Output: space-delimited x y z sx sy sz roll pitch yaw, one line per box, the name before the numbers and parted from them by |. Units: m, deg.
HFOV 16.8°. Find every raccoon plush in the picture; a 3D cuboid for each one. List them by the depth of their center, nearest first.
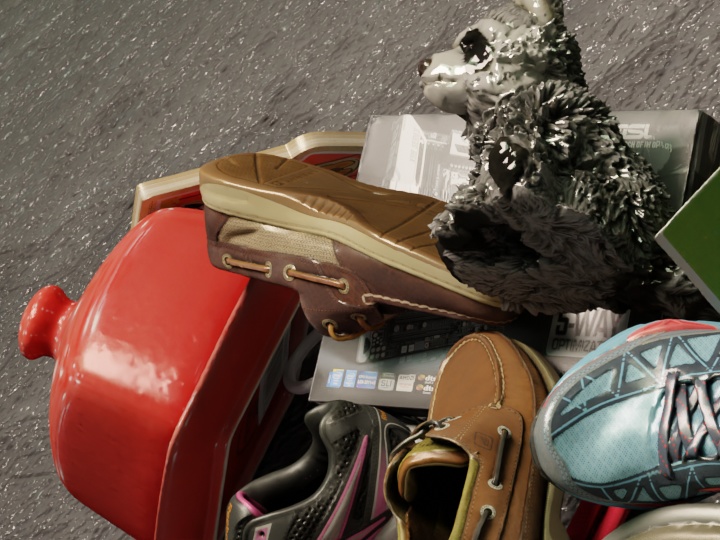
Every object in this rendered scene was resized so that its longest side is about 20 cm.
raccoon plush | 0.116 -0.044 1.130 0.097 0.200 0.134 -40 27 52

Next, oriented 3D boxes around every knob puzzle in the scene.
knob puzzle | -0.038 -0.025 1.445 0.219 0.219 0.031 -31 68 25

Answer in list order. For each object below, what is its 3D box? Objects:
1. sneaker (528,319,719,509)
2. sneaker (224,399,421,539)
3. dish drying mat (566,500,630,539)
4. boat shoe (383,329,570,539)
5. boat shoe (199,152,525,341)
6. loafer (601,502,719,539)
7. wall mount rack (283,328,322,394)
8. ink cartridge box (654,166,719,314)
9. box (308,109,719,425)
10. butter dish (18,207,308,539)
sneaker | 0.165 0.052 0.994 0.199 0.080 0.096 -10 -4 7
sneaker | -0.041 0.147 1.219 0.200 0.086 0.080 -58 24 0
dish drying mat | 0.078 0.166 1.089 0.200 0.018 0.077 -61 1 -29
boat shoe | 0.050 0.090 1.083 0.072 0.068 0.200 -51 25 29
boat shoe | 0.000 0.000 1.208 0.200 0.072 0.072 19 24 31
loafer | 0.161 0.136 0.983 0.200 0.075 0.070 -21 31 41
wall mount rack | 0.055 0.038 1.291 0.200 0.075 0.174 -36 24 18
ink cartridge box | 0.220 -0.048 1.091 0.200 0.148 0.076 -47 26 -7
box | 0.081 0.002 1.213 0.200 0.050 0.158 3 74 37
butter dish | -0.119 0.052 1.352 0.200 0.147 0.200 101 -166 -54
